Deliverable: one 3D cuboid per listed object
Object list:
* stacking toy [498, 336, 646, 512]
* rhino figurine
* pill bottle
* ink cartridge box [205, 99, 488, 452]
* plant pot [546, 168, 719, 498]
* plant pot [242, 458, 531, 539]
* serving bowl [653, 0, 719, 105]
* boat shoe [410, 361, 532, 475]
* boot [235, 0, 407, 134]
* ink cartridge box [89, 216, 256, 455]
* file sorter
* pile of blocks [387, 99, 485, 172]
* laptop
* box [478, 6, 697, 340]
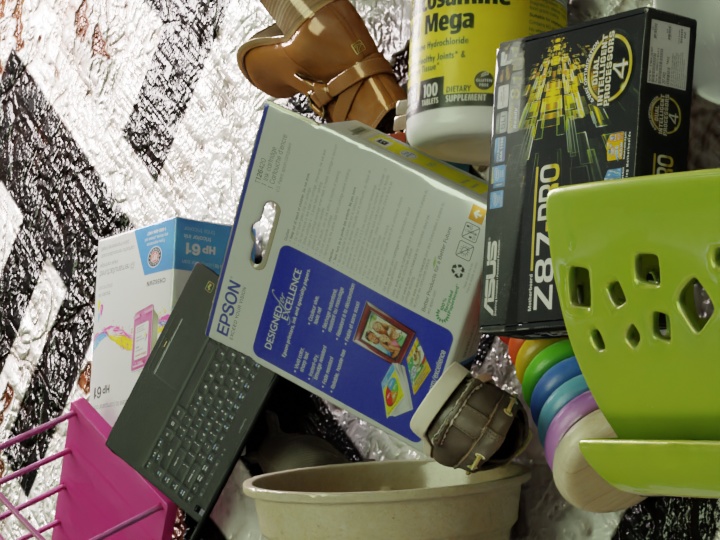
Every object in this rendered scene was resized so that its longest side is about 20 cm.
[{"bbox_3d":[0.141,0.069,1.653,0.085,0.085,0.200,-62,31,27],"label":"stacking toy"},{"bbox_3d":[-0.036,0.157,1.880,0.060,0.087,0.200,-69,24,11],"label":"rhino figurine"},{"bbox_3d":[0.091,-0.183,1.751,0.112,0.112,0.200,-14,70,55],"label":"pill bottle"},{"bbox_3d":[0.000,0.000,1.759,0.200,0.047,0.198,28,117,24],"label":"ink cartridge box"},{"bbox_3d":[0.239,0.039,1.399,0.199,0.200,0.182,-5,85,56],"label":"plant pot"},{"bbox_3d":[0.022,0.232,1.703,0.200,0.200,0.184,0,93,57],"label":"plant pot"},{"bbox_3d":[0.270,-0.195,1.524,0.200,0.066,0.200,-19,67,54],"label":"serving bowl"},{"bbox_3d":[0.082,0.108,1.666,0.060,0.200,0.072,35,87,13],"label":"boat shoe"},{"bbox_3d":[-0.026,-0.145,1.962,0.155,0.074,0.200,53,165,14],"label":"boot"},{"bbox_3d":[-0.163,0.066,2.104,0.145,0.085,0.200,-14,71,55],"label":"ink cartridge box"},{"bbox_3d":[-0.255,0.240,2.079,0.139,0.125,0.200,43,139,30],"label":"file sorter"},{"bbox_3d":[0.048,-0.094,1.843,0.082,0.062,0.200,53,126,49],"label":"pile of blocks"},{"bbox_3d":[-0.133,0.107,1.931,0.200,0.103,0.177,35,102,36],"label":"laptop"},{"bbox_3d":[0.145,-0.058,1.581,0.161,0.049,0.200,-7,77,59],"label":"box"}]
